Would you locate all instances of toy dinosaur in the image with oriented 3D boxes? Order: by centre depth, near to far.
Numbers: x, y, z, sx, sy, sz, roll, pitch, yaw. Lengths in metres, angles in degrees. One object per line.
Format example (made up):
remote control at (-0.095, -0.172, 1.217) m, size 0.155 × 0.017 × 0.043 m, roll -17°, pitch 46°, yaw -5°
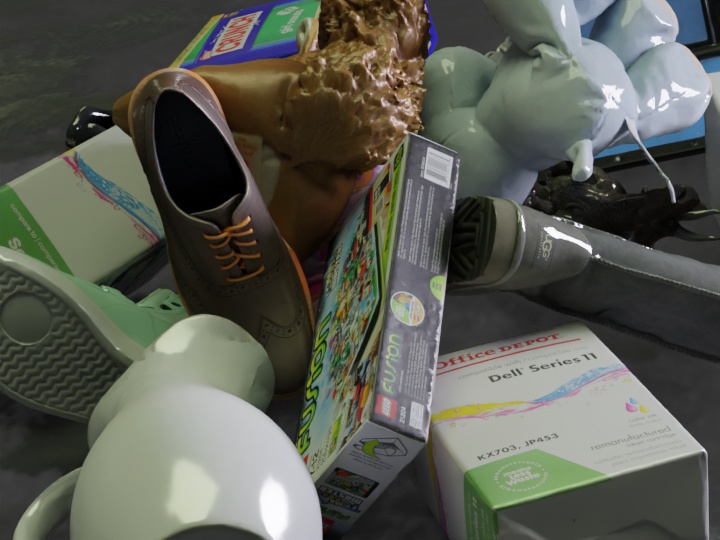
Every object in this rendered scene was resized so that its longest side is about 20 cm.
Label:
toy dinosaur at (0.149, -0.047, 1.242) m, size 0.077 × 0.102 × 0.200 m, roll -55°, pitch 22°, yaw -5°

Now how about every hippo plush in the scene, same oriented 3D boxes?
hippo plush at (0.114, -0.092, 1.139) m, size 0.158 × 0.161 × 0.202 m, roll 8°, pitch 56°, yaw -38°

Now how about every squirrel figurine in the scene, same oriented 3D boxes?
squirrel figurine at (-0.027, -0.096, 1.131) m, size 0.199 × 0.142 × 0.187 m, roll -29°, pitch 7°, yaw 26°

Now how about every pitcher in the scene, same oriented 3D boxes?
pitcher at (-0.104, 0.126, 0.918) m, size 0.171 × 0.121 × 0.200 m, roll -40°, pitch 24°, yaw 6°

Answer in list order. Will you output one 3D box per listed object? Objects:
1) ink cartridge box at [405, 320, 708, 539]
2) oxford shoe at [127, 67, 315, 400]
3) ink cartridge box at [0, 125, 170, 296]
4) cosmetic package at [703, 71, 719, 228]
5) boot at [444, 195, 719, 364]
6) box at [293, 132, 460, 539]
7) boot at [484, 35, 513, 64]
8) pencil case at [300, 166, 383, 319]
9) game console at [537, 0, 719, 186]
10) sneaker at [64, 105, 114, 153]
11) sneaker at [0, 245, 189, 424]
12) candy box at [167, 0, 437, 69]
ink cartridge box at (0.089, 0.090, 0.967) m, size 0.116 × 0.068 × 0.200 m, roll -14°, pitch 25°, yaw -12°
oxford shoe at (-0.078, -0.015, 1.021) m, size 0.071 × 0.201 × 0.073 m, roll -26°, pitch 10°, yaw -3°
ink cartridge box at (-0.194, -0.012, 1.182) m, size 0.200 × 0.084 × 0.145 m, roll -35°, pitch -2°, yaw -44°
cosmetic package at (0.271, -0.053, 1.175) m, size 0.070 × 0.102 × 0.200 m, roll -7°, pitch 24°, yaw 4°
boot at (0.131, 0.004, 1.067) m, size 0.198 × 0.073 × 0.182 m, roll 9°, pitch 3°, yaw -22°
box at (0.007, 0.034, 0.987) m, size 0.034 × 0.110 × 0.201 m, roll 22°, pitch 47°, yaw -15°
boot at (0.130, -0.175, 1.486) m, size 0.198 × 0.096 × 0.074 m, roll -6°, pitch 25°, yaw 9°
pencil case at (0.000, 0.000, 1.177) m, size 0.086 × 0.088 × 0.200 m, roll -4°, pitch 26°, yaw 10°
game console at (0.191, -0.168, 1.354) m, size 0.198 × 0.178 × 0.116 m, roll -10°, pitch 6°, yaw 28°
sneaker at (-0.114, -0.098, 1.318) m, size 0.198 × 0.088 × 0.076 m, roll -17°, pitch 35°, yaw -13°
sneaker at (-0.153, 0.036, 1.069) m, size 0.200 × 0.074 × 0.118 m, roll 33°, pitch 18°, yaw -16°
candy box at (-0.049, -0.178, 1.549) m, size 0.198 × 0.078 × 0.169 m, roll -12°, pitch 24°, yaw 17°
